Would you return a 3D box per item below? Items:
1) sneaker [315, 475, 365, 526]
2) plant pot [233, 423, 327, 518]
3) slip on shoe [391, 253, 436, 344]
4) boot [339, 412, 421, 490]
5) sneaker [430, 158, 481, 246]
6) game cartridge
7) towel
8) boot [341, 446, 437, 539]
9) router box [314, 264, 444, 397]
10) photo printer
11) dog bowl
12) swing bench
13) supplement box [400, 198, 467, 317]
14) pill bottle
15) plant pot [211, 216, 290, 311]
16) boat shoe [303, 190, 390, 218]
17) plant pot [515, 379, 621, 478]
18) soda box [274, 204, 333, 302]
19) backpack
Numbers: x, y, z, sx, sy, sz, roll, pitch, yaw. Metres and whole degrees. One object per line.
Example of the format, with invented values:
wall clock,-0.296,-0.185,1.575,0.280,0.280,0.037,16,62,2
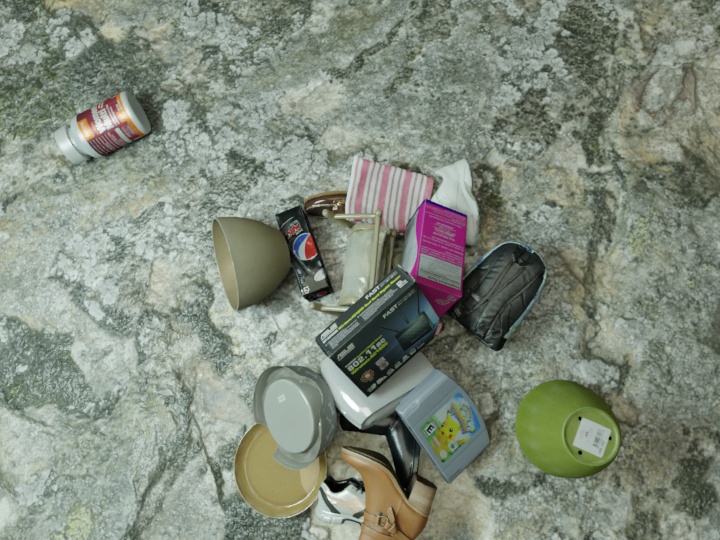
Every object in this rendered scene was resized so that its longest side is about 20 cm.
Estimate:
sneaker,0.008,0.453,1.037,0.198,0.074,0.081,2,96,7
plant pot,-0.164,0.405,1.105,0.198,0.027,0.202,-2,77,8
slip on shoe,0.110,0.063,1.127,0.074,0.061,0.201,-11,72,-35
boot,0.040,0.327,1.066,0.167,0.076,0.202,6,71,5
sneaker,0.207,-0.141,1.159,0.099,0.078,0.201,-12,67,12
game cartridge,0.167,0.296,1.020,0.133,0.040,0.201,-40,109,-18
towel,0.066,-0.159,1.152,0.199,0.030,0.148,12,78,-22
boot,0.026,0.428,0.976,0.199,0.074,0.156,25,87,13
router box,0.039,0.110,0.943,0.200,0.150,0.062,-42,41,-5
photo printer,0.030,0.207,1.051,0.199,0.070,0.167,-25,55,-22
dog bowl,-0.127,0.279,1.038,0.199,0.058,0.202,5,98,40
swing bench,0.000,0.000,1.079,0.129,0.200,0.201,2,78,18
supplement box,0.142,-0.024,1.056,0.103,0.101,0.201,19,57,-10
pill bottle,-0.628,-0.344,1.293,0.199,0.110,0.110,-26,75,1
plant pot,-0.228,-0.025,1.142,0.134,0.200,0.202,-13,74,-23
boat shoe,-0.028,-0.139,1.184,0.198,0.070,0.071,-7,71,6
plant pot,0.392,0.292,0.964,0.185,0.200,0.189,-2,77,7
soda box,-0.124,-0.037,1.175,0.063,0.071,0.201,-21,75,2
backpack,0.285,0.034,1.075,0.163,0.153,0.201,39,109,20
